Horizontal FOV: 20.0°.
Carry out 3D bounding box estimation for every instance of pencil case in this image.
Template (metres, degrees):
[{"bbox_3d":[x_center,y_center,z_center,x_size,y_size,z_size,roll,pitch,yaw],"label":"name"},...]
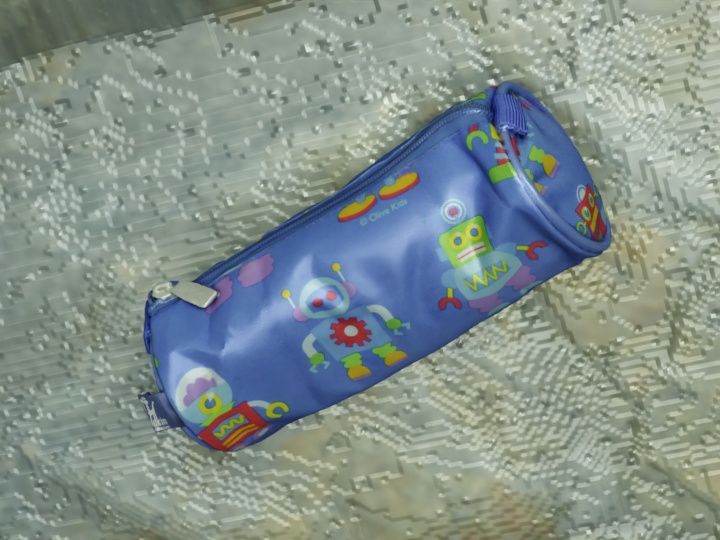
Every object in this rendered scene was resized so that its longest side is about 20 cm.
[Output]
[{"bbox_3d":[0.000,0.000,0.830,0.200,0.078,0.087,-30,127,18],"label":"pencil case"}]
